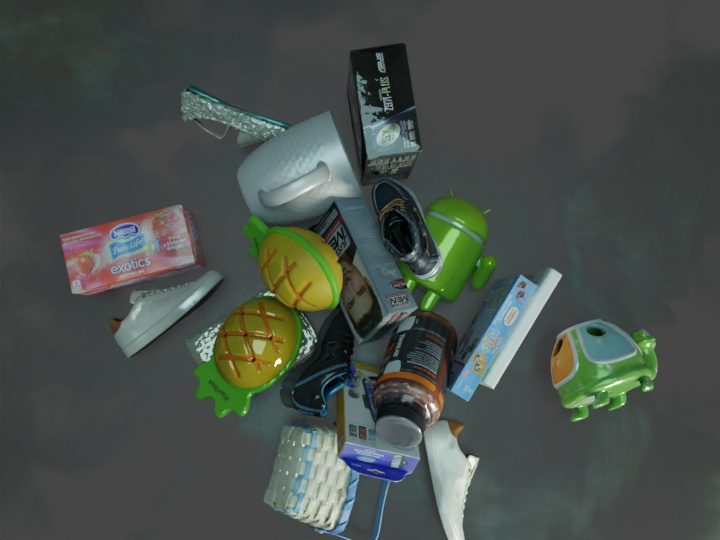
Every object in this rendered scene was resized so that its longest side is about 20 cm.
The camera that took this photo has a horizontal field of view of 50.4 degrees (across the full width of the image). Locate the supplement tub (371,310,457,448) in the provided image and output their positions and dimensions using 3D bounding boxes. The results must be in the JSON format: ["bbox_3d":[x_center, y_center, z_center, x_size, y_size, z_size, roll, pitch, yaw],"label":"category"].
[{"bbox_3d":[0.079,0.162,1.139,0.106,0.108,0.201,22,44,1],"label":"supplement tub"}]

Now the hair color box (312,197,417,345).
[{"bbox_3d":[0.000,0.000,1.176,0.060,0.099,0.202,-10,64,-38],"label":"hair color box"}]

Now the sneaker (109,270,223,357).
[{"bbox_3d":[-0.316,0.048,1.224,0.199,0.073,0.085,-36,89,-2],"label":"sneaker"}]

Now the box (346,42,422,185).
[{"bbox_3d":[0.032,-0.237,1.199,0.085,0.200,0.166,-9,86,-3],"label":"box"}]

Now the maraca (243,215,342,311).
[{"bbox_3d":[-0.106,-0.010,1.152,0.199,0.138,0.107,28,50,34],"label":"maraca"}]

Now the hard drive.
[{"bbox_3d":[0.241,0.091,1.210,0.027,0.132,0.201,33,85,1],"label":"hard drive"}]

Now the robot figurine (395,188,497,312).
[{"bbox_3d":[0.131,-0.029,1.226,0.174,0.116,0.202,28,85,9],"label":"robot figurine"}]

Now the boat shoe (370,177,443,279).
[{"bbox_3d":[0.057,-0.082,1.163,0.071,0.091,0.201,-37,55,12],"label":"boat shoe"}]

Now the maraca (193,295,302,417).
[{"bbox_3d":[-0.172,0.130,1.174,0.137,0.107,0.201,34,81,26],"label":"maraca"}]

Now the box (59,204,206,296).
[{"bbox_3d":[-0.359,-0.030,1.224,0.197,0.103,0.096,-15,85,-1],"label":"box"}]

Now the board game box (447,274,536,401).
[{"bbox_3d":[0.193,0.103,1.198,0.036,0.151,0.201,31,86,0],"label":"board game box"}]

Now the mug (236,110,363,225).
[{"bbox_3d":[-0.099,-0.143,1.191,0.173,0.200,0.149,-22,106,4],"label":"mug"}]

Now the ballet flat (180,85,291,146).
[{"bbox_3d":[-0.208,-0.244,1.268,0.198,0.072,0.073,22,85,6],"label":"ballet flat"}]

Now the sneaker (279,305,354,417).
[{"bbox_3d":[-0.038,0.139,1.181,0.081,0.074,0.201,19,63,30],"label":"sneaker"}]

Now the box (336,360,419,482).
[{"bbox_3d":[0.024,0.226,1.161,0.118,0.201,0.042,15,122,-14],"label":"box"}]

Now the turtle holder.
[{"bbox_3d":[0.389,0.144,1.207,0.183,0.141,0.133,-22,69,6],"label":"turtle holder"}]

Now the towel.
[{"bbox_3d":[-0.175,0.118,1.250,0.199,0.034,0.133,-32,85,-2],"label":"towel"}]

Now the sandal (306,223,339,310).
[{"bbox_3d":[-0.030,0.012,1.254,0.075,0.045,0.201,-35,87,-5],"label":"sandal"}]

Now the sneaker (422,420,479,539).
[{"bbox_3d":[0.155,0.339,1.217,0.083,0.073,0.203,-10,84,1],"label":"sneaker"}]

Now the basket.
[{"bbox_3d":[-0.037,0.319,1.189,0.198,0.139,0.179,22,73,-23],"label":"basket"}]
